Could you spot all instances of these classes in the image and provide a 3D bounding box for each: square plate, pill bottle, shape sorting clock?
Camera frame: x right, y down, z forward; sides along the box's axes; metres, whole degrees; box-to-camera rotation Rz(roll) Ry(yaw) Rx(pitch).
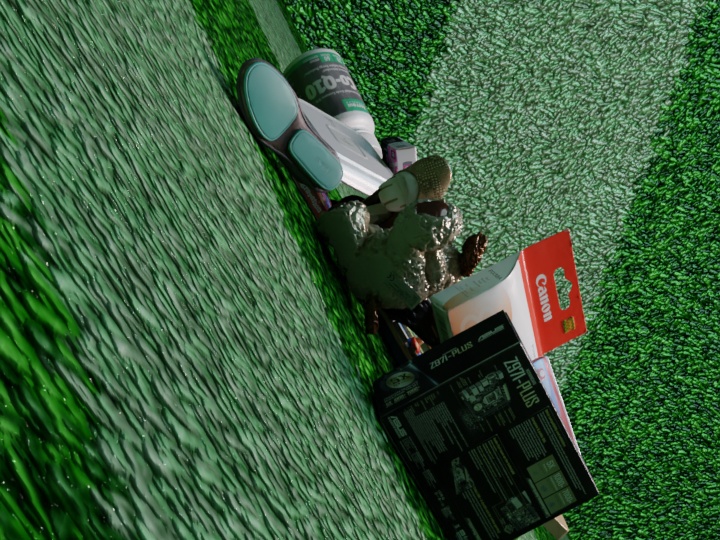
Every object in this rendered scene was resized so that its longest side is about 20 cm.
[{"bbox_3d":[-0.027,-0.169,1.700,0.199,0.029,0.199,26,22,-40],"label":"square plate"},{"bbox_3d":[-0.045,-0.249,1.995,0.202,0.112,0.113,64,6,25],"label":"pill bottle"},{"bbox_3d":[0.069,0.105,1.716,0.202,0.039,0.200,62,5,-9],"label":"shape sorting clock"}]

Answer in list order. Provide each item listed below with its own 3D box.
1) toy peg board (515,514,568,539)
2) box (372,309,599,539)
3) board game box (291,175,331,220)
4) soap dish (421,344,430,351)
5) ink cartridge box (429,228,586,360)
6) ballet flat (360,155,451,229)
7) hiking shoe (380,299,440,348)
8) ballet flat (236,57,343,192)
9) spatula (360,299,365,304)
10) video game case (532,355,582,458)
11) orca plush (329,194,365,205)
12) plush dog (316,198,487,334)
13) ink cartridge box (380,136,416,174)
[{"bbox_3d":[0.146,0.251,1.572,0.199,0.098,0.200,44,10,-18],"label":"toy peg board"},{"bbox_3d":[0.129,0.173,1.281,0.201,0.162,0.086,59,6,-20],"label":"box"},{"bbox_3d":[-0.071,-0.129,1.655,0.104,0.019,0.201,58,7,-28],"label":"board game box"},{"bbox_3d":[0.162,0.171,2.054,0.159,0.080,0.200,63,4,12],"label":"soap dish"},{"bbox_3d":[0.190,0.065,1.481,0.050,0.198,0.164,46,-23,56],"label":"ink cartridge box"},{"bbox_3d":[0.035,-0.080,1.586,0.065,0.200,0.071,-2,59,-48],"label":"ballet flat"},{"bbox_3d":[0.120,0.079,1.632,0.200,0.076,0.100,42,13,16],"label":"hiking shoe"},{"bbox_3d":[-0.093,-0.166,1.427,0.200,0.073,0.073,51,11,-37],"label":"ballet flat"},{"bbox_3d":[0.000,0.000,1.670,0.057,0.020,0.200,54,9,-20],"label":"spatula"},{"bbox_3d":[0.171,0.202,1.447,0.017,0.198,0.145,-15,-84,54],"label":"video game case"},{"bbox_3d":[0.007,-0.089,1.760,0.105,0.071,0.200,39,2,-1],"label":"orca plush"},{"bbox_3d":[0.061,-0.005,1.521,0.171,0.198,0.163,-1,90,-53],"label":"plush dog"},{"bbox_3d":[0.063,-0.087,1.796,0.095,0.037,0.203,-134,-145,-71],"label":"ink cartridge box"}]
